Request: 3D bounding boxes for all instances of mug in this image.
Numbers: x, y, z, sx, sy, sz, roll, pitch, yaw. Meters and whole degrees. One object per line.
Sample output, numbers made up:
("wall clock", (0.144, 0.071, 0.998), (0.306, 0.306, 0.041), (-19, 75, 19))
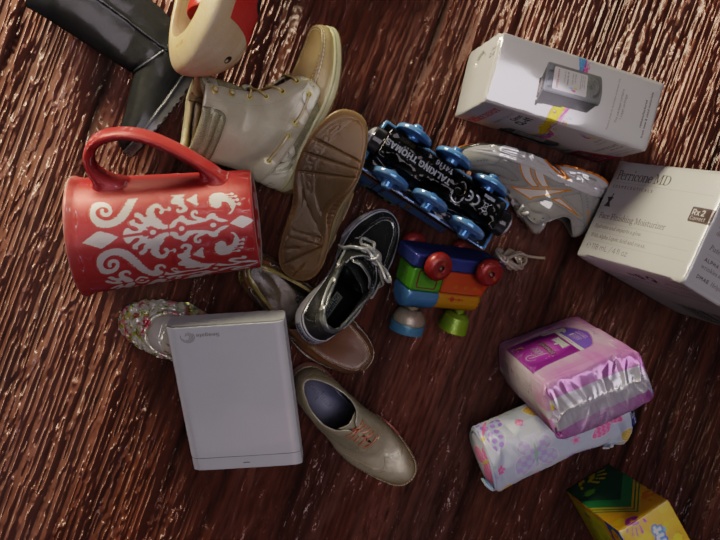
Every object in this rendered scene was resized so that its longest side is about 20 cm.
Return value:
("mug", (-0.213, -0.058, 1.039), (0.198, 0.178, 0.134), (-5, 59, -3))

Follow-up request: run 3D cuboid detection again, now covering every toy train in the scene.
("toy train", (0.084, -0.100, 1.121), (0.199, 0.114, 0.087), (32, 80, -9))
("toy train", (0.131, 0.028, 1.162), (0.199, 0.085, 0.117), (7, 109, -26))

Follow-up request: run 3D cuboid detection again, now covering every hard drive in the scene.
("hard drive", (-0.140, 0.141, 1.094), (0.131, 0.027, 0.201), (-4, 118, 2))

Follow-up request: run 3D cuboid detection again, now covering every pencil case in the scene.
("pencil case", (0.234, 0.200, 1.178), (0.199, 0.083, 0.091), (-19, 117, -8))

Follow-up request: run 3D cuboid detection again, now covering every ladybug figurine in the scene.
("ladybug figurine", (-0.151, -0.298, 1.036), (0.072, 0.135, 0.202), (19, 72, -30))

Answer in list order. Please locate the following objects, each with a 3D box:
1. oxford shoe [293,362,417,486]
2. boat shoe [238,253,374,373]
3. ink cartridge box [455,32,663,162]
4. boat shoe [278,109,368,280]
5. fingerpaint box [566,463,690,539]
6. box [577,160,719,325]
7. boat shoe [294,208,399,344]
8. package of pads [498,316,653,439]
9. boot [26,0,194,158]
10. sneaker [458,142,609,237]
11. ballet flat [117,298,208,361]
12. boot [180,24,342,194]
("oxford shoe", (-0.008, 0.194, 1.143), (0.200, 0.074, 0.071), (40, 87, -9))
("boat shoe", (-0.065, 0.058, 1.130), (0.199, 0.068, 0.072), (37, 87, -9))
("ink cartridge box", (0.227, -0.198, 1.121), (0.198, 0.148, 0.086), (14, 90, -8))
("boat shoe", (-0.044, -0.089, 1.097), (0.071, 0.065, 0.201), (23, 102, 2))
("fingerpaint box", (0.355, 0.354, 1.162), (0.073, 0.167, 0.201), (-31, 96, -6))
("box", (0.402, -0.022, 1.112), (0.199, 0.199, 0.131), (26, 89, -24))
("boat shoe", (-0.002, -0.002, 1.099), (0.074, 0.068, 0.200), (49, 56, -12))
("package of pads", (0.244, 0.120, 1.115), (0.120, 0.200, 0.076), (-19, 101, -4))
("boot", (-0.289, -0.249, 1.076), (0.200, 0.066, 0.165), (37, 75, -15))
("sneaker", (0.202, -0.096, 1.162), (0.198, 0.076, 0.093), (16, 95, -8))
("ballet flat", (-0.187, 0.083, 1.115), (0.199, 0.064, 0.076), (18, 91, -9))
("boot", (-0.113, -0.202, 1.086), (0.154, 0.072, 0.202), (16, 95, -29))
